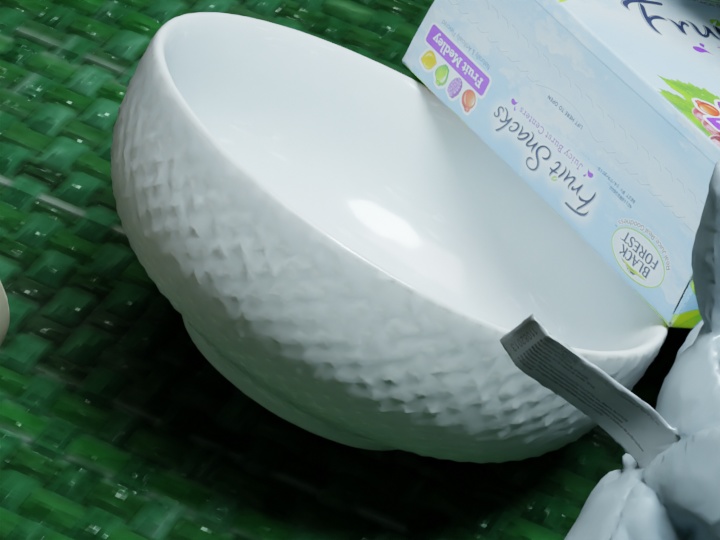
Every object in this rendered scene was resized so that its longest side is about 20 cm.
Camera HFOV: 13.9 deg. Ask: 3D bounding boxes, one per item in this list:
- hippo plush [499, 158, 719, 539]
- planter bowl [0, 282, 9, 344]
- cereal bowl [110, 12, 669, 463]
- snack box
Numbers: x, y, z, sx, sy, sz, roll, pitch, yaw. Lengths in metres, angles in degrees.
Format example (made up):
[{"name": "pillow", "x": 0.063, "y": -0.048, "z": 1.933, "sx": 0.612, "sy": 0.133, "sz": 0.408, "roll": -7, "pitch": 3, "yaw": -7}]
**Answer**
[{"name": "hippo plush", "x": 0.116, "y": 0.078, "z": 0.923, "sx": 0.200, "sy": 0.159, "sz": 0.161, "roll": 50, "pitch": 12, "yaw": -4}, {"name": "planter bowl", "x": -0.223, "y": 0.028, "z": 0.871, "sx": 0.200, "sy": 0.200, "sz": 0.135, "roll": 21, "pitch": 66, "yaw": 13}, {"name": "cereal bowl", "x": 0.000, "y": 0.000, "z": 0.998, "sx": 0.200, "sy": 0.083, "sz": 0.200, "roll": 26, "pitch": 21, "yaw": -11}, {"name": "snack box", "x": 0.142, "y": -0.048, "z": 1.081, "sx": 0.200, "sy": 0.068, "sz": 0.169, "roll": 6, "pitch": 32, "yaw": -43}]
